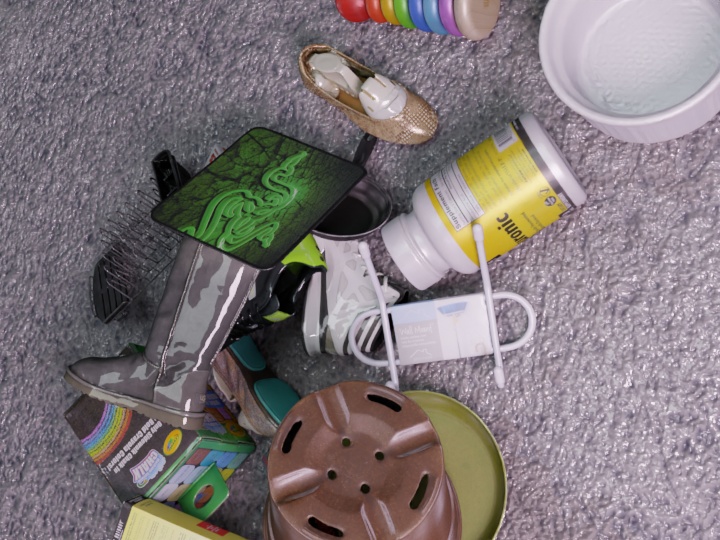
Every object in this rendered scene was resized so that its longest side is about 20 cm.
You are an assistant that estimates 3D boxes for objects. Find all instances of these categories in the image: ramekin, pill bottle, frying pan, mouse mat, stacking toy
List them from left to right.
[{"bbox_3d":[-0.106,-0.084,1.090,0.161,0.008,0.200,24,49,22],"label":"mouse mat"},{"bbox_3d":[-0.028,-0.095,1.126,0.115,0.031,0.190,0,42,-8],"label":"frying pan"},{"bbox_3d":[0.058,-0.315,1.176,0.200,0.085,0.086,12,83,34],"label":"stacking toy"},{"bbox_3d":[0.125,-0.066,1.057,0.200,0.111,0.111,-33,66,16],"label":"pill bottle"},{"bbox_3d":[0.290,-0.226,1.024,0.200,0.098,0.201,-7,74,25],"label":"ramekin"}]

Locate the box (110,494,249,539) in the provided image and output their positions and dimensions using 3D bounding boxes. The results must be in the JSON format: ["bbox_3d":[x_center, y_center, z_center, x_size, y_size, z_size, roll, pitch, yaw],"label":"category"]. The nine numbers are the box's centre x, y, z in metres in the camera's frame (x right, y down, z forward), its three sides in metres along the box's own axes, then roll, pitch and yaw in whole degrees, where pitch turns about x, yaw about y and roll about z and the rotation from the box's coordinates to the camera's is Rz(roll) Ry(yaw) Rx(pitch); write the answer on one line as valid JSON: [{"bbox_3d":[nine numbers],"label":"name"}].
[{"bbox_3d":[-0.158,0.302,1.036,0.200,0.050,0.075,18,92,12],"label":"box"}]

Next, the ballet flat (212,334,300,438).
[{"bbox_3d":[-0.123,0.139,1.161,0.067,0.068,0.200,-55,55,26],"label":"ballet flat"}]

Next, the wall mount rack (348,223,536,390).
[{"bbox_3d":[0.076,0.041,1.035,0.200,0.075,0.174,-9,100,9],"label":"wall mount rack"}]

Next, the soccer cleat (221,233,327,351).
[{"bbox_3d":[-0.118,0.037,1.101,0.200,0.067,0.081,-46,52,14],"label":"soccer cleat"}]

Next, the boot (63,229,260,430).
[{"bbox_3d":[-0.209,0.050,1.071,0.182,0.073,0.200,15,93,12],"label":"boot"}]

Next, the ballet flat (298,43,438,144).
[{"bbox_3d":[0.000,-0.208,1.175,0.200,0.065,0.071,29,81,27],"label":"ballet flat"}]

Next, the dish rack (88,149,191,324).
[{"bbox_3d":[-0.275,-0.036,1.242,0.200,0.055,0.153,-43,36,14],"label":"dish rack"}]

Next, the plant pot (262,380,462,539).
[{"bbox_3d":[-0.002,0.205,0.930,0.200,0.198,0.201,-1,61,2],"label":"plant pot"}]

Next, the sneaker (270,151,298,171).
[{"bbox_3d":[-0.104,-0.039,1.162,0.108,0.067,0.202,-17,63,57],"label":"sneaker"}]

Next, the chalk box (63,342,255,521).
[{"bbox_3d":[-0.215,0.200,1.150,0.125,0.124,0.200,-46,64,8],"label":"chalk box"}]

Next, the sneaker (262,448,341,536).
[{"bbox_3d":[-0.075,0.288,1.085,0.095,0.079,0.200,-33,66,17],"label":"sneaker"}]

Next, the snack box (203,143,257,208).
[{"bbox_3d":[-0.155,-0.081,1.182,0.072,0.024,0.200,-61,30,15],"label":"snack box"}]

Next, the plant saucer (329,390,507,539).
[{"bbox_3d":[0.062,0.227,1.061,0.200,0.031,0.200,-7,75,25],"label":"plant saucer"}]

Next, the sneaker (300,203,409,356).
[{"bbox_3d":[0.000,0.000,1.137,0.115,0.076,0.201,1,74,9],"label":"sneaker"}]
